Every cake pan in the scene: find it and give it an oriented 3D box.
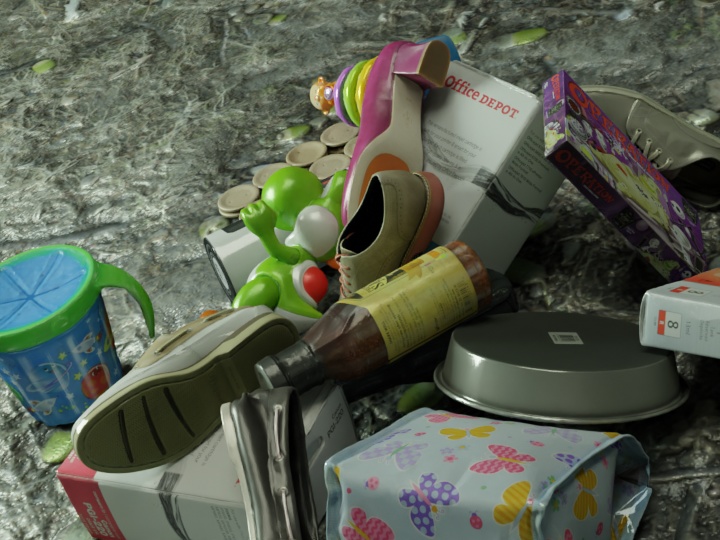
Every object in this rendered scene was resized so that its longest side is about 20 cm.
[{"bbox_3d":[0.156,0.071,1.004,0.198,0.037,0.200,1,12,0],"label":"cake pan"}]

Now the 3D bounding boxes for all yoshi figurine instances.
[{"bbox_3d":[-0.077,-0.014,1.187,0.201,0.112,0.112,-57,17,-10],"label":"yoshi figurine"}]

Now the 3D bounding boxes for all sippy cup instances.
[{"bbox_3d":[-0.288,0.068,1.198,0.176,0.131,0.140,6,40,30],"label":"sippy cup"}]

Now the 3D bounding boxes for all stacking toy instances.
[{"bbox_3d":[0.013,-0.199,1.451,0.199,0.117,0.109,8,25,42],"label":"stacking toy"}]

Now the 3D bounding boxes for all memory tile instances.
[{"bbox_3d":[-0.051,-0.098,1.423,0.199,0.017,0.153,-34,38,-22],"label":"memory tile"}]

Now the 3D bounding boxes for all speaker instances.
[{"bbox_3d":[-0.052,-0.040,1.288,0.199,0.082,0.081,-27,35,-12],"label":"speaker"}]

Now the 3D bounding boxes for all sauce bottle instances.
[{"bbox_3d":[0.010,0.044,1.021,0.199,0.066,0.066,-27,35,-20],"label":"sauce bottle"}]

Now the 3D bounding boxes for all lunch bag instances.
[{"bbox_3d":[0.095,0.167,0.895,0.168,0.128,0.200,5,15,30],"label":"lunch bag"}]

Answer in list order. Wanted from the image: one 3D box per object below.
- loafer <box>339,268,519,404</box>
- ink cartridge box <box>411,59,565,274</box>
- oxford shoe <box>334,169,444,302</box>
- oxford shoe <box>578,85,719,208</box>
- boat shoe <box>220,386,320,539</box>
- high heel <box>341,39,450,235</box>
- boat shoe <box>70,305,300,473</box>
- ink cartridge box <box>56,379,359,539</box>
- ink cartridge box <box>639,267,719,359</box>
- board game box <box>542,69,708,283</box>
[{"bbox_3d":[0.048,0.071,1.097,0.199,0.071,0.068,-27,31,-9],"label":"loafer"},{"bbox_3d":[0.092,-0.075,1.187,0.201,0.083,0.145,-57,39,3],"label":"ink cartridge box"},{"bbox_3d":[0.000,0.000,1.118,0.074,0.201,0.070,8,22,-38],"label":"oxford shoe"},{"bbox_3d":[0.266,-0.115,1.198,0.198,0.075,0.058,22,46,-6],"label":"oxford shoe"},{"bbox_3d":[-0.047,0.173,0.896,0.057,0.067,0.201,-21,66,5],"label":"boat shoe"},{"bbox_3d":[0.014,-0.124,1.187,0.096,0.067,0.202,2,70,57],"label":"high heel"},{"bbox_3d":[-0.143,0.091,1.013,0.199,0.075,0.068,-28,30,-27],"label":"boat shoe"},{"bbox_3d":[-0.119,0.154,1.046,0.198,0.085,0.146,2,39,28],"label":"ink cartridge box"},{"bbox_3d":[0.333,0.039,0.969,0.199,0.051,0.162,6,10,34],"label":"ink cartridge box"},{"bbox_3d":[0.231,-0.073,1.114,0.032,0.200,0.120,-38,25,25],"label":"board game box"}]
